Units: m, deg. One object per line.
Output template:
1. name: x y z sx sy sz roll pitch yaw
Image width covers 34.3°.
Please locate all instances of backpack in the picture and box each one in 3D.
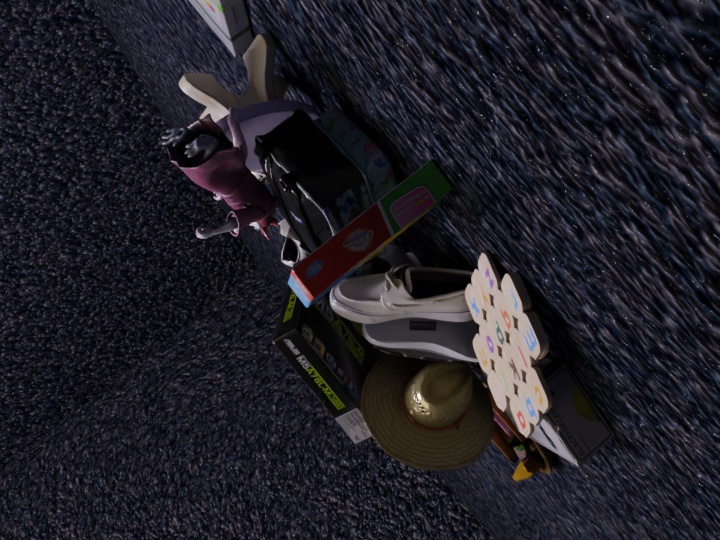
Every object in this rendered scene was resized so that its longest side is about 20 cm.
1. backpack: -0.035 -0.097 1.502 0.178 0.150 0.201 47 161 40

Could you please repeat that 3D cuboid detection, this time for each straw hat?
1. straw hat: 0.105 0.162 1.536 0.202 0.200 0.085 50 142 16

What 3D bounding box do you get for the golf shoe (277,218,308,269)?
1. golf shoe: -0.071 -0.021 1.728 0.078 0.094 0.201 -119 11 -46

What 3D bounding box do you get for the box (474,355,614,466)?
1. box: 0.226 0.162 1.458 0.117 0.060 0.200 54 172 -10

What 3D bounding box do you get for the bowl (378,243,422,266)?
1. bowl: 0.053 0.034 1.721 0.202 0.090 0.202 62 169 21

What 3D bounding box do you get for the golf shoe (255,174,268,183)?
1. golf shoe: -0.146 -0.181 1.936 0.078 0.094 0.200 53 170 2

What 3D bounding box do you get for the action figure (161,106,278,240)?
1. action figure: -0.160 -0.120 1.508 0.200 0.148 0.135 44 -156 -37

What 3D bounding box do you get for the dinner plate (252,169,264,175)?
1. dinner plate: -0.066 -0.125 1.711 0.198 0.025 0.200 19 -177 -1

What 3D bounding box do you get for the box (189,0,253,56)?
1. box: -0.217 -0.405 1.621 0.156 0.041 0.200 51 171 12

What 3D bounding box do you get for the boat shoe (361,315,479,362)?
1. boat shoe: 0.101 0.090 1.512 0.066 0.197 0.071 81 -168 -67

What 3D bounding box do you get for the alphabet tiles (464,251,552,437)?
1. alphabet tiles: 0.172 0.086 1.351 0.201 0.014 0.197 105 148 -62

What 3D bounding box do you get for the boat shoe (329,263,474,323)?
1. boat shoe: 0.057 0.025 1.472 0.197 0.072 0.066 5 140 11

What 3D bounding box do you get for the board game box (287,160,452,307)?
1. board game box: 0.007 -0.039 1.345 0.040 0.199 0.153 51 173 1

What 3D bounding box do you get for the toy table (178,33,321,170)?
1. toy table: -0.151 -0.222 1.616 0.199 0.184 0.118 2 -128 -56

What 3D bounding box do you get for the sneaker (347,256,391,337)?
1. sneaker: 0.000 0.000 1.596 0.074 0.081 0.201 -3 -128 -53

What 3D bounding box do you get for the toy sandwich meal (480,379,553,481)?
1. toy sandwich meal: 0.226 0.257 1.832 0.206 0.070 0.205 51 172 10

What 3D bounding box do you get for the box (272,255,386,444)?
1. box: -0.035 0.105 1.599 0.201 0.047 0.194 53 -155 -22

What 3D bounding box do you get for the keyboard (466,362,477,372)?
1. keyboard: 0.114 0.076 1.606 0.126 0.021 0.201 -6 133 29
